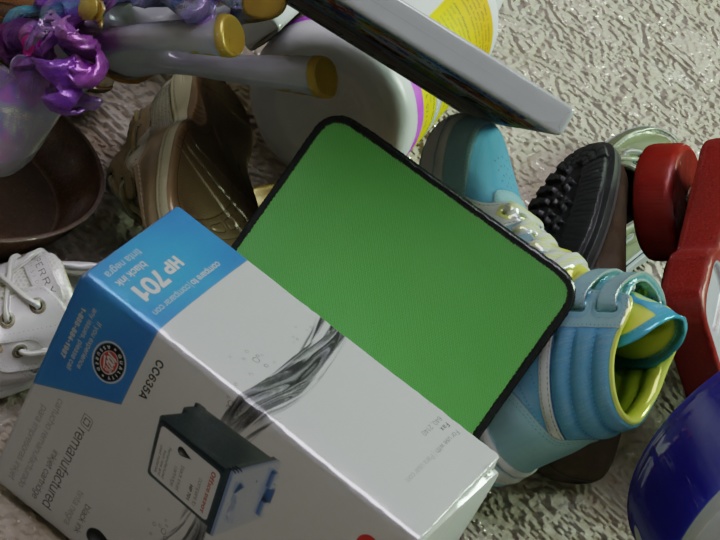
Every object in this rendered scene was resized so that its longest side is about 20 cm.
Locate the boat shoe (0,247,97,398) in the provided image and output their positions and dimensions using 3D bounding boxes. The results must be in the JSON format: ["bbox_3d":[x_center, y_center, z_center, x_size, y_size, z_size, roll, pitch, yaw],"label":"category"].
[{"bbox_3d":[-0.165,0.019,1.297,0.199,0.070,0.071,-2,47,-33],"label":"boat shoe"}]

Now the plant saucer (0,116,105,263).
[{"bbox_3d":[-0.233,-0.060,1.351,0.199,0.035,0.201,18,29,-10],"label":"plant saucer"}]

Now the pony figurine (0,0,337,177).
[{"bbox_3d":[-0.137,-0.122,1.316,0.193,0.199,0.168,16,73,-62],"label":"pony figurine"}]

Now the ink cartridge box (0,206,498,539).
[{"bbox_3d":[-0.056,0.092,1.218,0.200,0.147,0.086,38,38,13],"label":"ink cartridge box"}]

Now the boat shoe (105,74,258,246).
[{"bbox_3d":[-0.100,-0.048,1.390,0.072,0.065,0.200,52,16,-23],"label":"boat shoe"}]

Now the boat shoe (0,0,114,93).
[{"bbox_3d":[-0.224,-0.159,1.444,0.199,0.068,0.072,17,7,-17],"label":"boat shoe"}]

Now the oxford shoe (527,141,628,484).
[{"bbox_3d":[0.123,0.025,1.436,0.084,0.072,0.201,28,64,-34],"label":"oxford shoe"}]

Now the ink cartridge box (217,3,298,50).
[{"bbox_3d":[-0.093,-0.229,1.475,0.200,0.037,0.095,53,43,-8],"label":"ink cartridge box"}]

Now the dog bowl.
[{"bbox_3d":[0.240,0.118,1.323,0.199,0.201,0.079,1,43,-30],"label":"dog bowl"}]

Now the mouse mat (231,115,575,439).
[{"bbox_3d":[-0.008,0.043,1.294,0.161,0.200,0.008,36,1,10],"label":"mouse mat"}]

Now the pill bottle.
[{"bbox_3d":[0.019,-0.137,1.552,0.104,0.105,0.200,33,39,6],"label":"pill bottle"}]

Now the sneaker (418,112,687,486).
[{"bbox_3d":[0.104,0.002,1.334,0.079,0.130,0.201,11,66,-53],"label":"sneaker"}]

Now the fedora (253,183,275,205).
[{"bbox_3d":[0.000,0.000,1.404,0.199,0.082,0.201,17,40,-15],"label":"fedora"}]

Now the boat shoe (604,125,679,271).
[{"bbox_3d":[0.159,-0.040,1.560,0.072,0.062,0.200,32,39,5],"label":"boat shoe"}]

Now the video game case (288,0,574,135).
[{"bbox_3d":[0.026,-0.116,1.342,0.143,0.018,0.200,31,0,-11],"label":"video game case"}]

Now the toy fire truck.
[{"bbox_3d":[0.209,0.030,1.431,0.111,0.201,0.168,1,46,23],"label":"toy fire truck"}]
